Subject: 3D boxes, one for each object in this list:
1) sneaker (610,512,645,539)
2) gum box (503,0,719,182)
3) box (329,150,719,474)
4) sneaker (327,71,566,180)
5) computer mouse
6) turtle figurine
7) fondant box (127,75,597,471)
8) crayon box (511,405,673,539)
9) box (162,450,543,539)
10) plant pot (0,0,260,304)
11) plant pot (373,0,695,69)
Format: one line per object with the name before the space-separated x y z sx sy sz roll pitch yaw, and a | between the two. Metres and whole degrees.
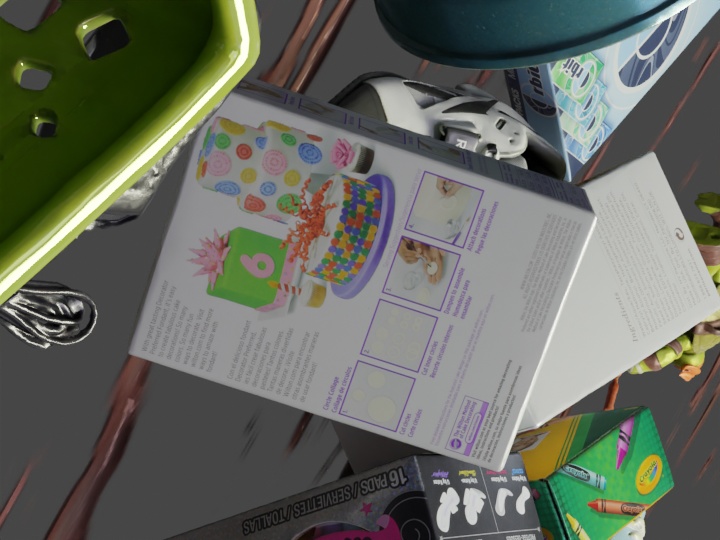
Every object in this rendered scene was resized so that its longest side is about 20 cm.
sneaker | 0.226 0.249 1.531 0.200 0.130 0.080 -56 148 -9
gum box | 0.165 -0.182 1.163 0.200 0.045 0.170 -47 147 -20
box | 0.087 0.025 1.091 0.200 0.152 0.107 -26 92 -45
sneaker | 0.048 -0.065 1.048 0.200 0.088 0.074 -13 127 -50
computer mouse | -0.135 -0.066 0.823 0.140 0.046 0.200 21 102 -55
turtle figurine | 0.266 0.029 1.470 0.200 0.064 0.162 -33 140 -39
fondant box | 0.000 0.000 0.926 0.058 0.200 0.145 -89 -162 -73
crayon box | 0.080 0.144 1.163 0.119 0.200 0.058 -27 99 -47
box | -0.007 0.184 1.043 0.200 0.115 0.132 -23 165 28
plant pot | -0.173 -0.110 0.586 0.199 0.181 0.200 -46 146 -25
plant pot | 0.068 -0.228 0.856 0.200 0.200 0.188 -46 131 -23
